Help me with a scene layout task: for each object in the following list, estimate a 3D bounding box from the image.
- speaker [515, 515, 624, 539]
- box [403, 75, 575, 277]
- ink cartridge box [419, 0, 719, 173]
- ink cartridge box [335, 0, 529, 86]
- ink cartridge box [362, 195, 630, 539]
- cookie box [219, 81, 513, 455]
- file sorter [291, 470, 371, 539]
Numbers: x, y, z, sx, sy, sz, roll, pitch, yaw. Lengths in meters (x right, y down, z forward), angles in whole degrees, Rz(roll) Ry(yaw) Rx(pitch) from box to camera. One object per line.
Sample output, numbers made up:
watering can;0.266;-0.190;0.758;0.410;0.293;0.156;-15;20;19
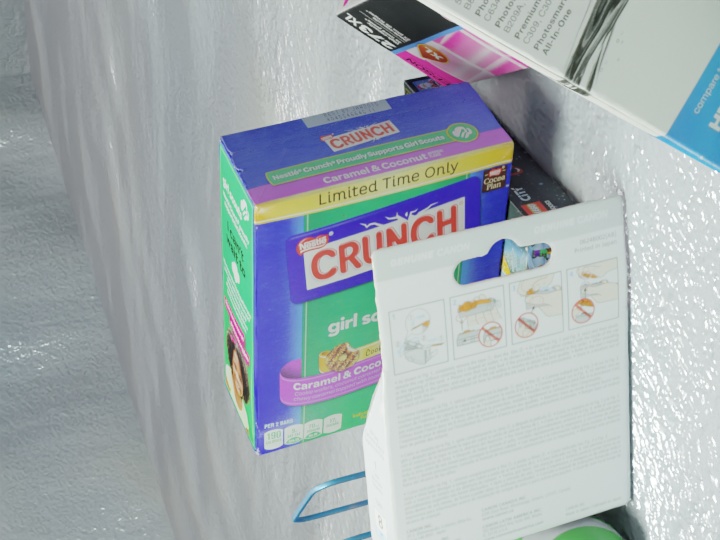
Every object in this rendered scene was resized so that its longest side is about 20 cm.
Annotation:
speaker;0.106;0.177;1.002;0.200;0.087;0.090;-148;48;-67
box;0.082;-0.027;1.014;0.200;0.037;0.138;-124;27;-51
ink cartridge box;0.078;-0.137;0.662;0.085;0.198;0.146;-58;31;11
ink cartridge box;0.044;-0.157;0.959;0.037;0.094;0.200;-61;16;-5
ink cartridge box;0.078;0.062;0.883;0.047;0.158;0.203;-141;42;-62
cookie box;0.000;0.000;0.945;0.075;0.169;0.202;-125;27;-45
file sorter;0.033;0.267;1.240;0.139;0.121;0.202;118;137;-66
